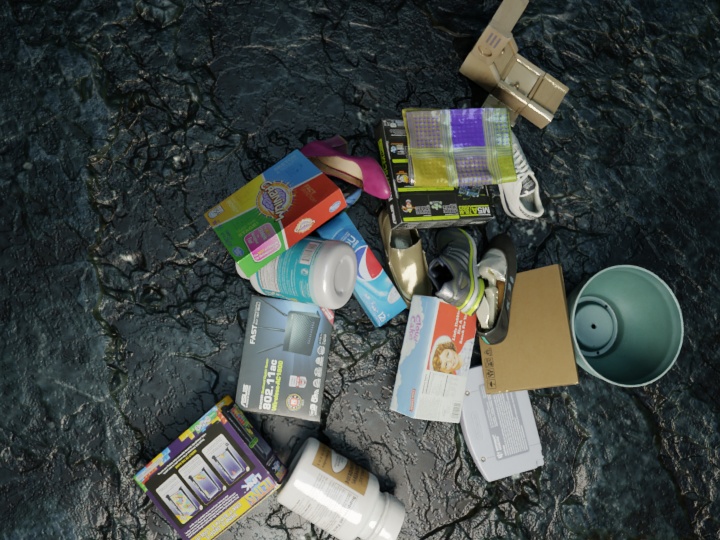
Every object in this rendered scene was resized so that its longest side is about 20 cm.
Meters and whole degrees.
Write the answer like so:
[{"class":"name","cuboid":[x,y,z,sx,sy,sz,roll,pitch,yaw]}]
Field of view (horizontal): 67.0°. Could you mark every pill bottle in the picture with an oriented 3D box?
[{"class":"pill bottle","cuboid":[-0.112,-0.006,0.915,0.197,0.111,0.113,10,82,27]},{"class":"pill bottle","cuboid":[-0.030,0.379,0.907,0.198,0.114,0.115,32,82,-2]}]

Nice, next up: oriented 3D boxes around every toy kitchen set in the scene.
[{"class":"toy kitchen set","cuboid":[0.279,-0.337,0.980,0.199,0.180,0.164,33,83,-2]}]

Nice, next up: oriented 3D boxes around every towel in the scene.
[{"class":"towel","cuboid":[0.171,-0.215,0.938,0.196,0.023,0.146,-1,79,-7]}]

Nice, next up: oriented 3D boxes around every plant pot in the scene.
[{"class":"plant pot","cuboid":[0.442,0.099,0.974,0.197,0.134,0.204,1,83,-6]}]

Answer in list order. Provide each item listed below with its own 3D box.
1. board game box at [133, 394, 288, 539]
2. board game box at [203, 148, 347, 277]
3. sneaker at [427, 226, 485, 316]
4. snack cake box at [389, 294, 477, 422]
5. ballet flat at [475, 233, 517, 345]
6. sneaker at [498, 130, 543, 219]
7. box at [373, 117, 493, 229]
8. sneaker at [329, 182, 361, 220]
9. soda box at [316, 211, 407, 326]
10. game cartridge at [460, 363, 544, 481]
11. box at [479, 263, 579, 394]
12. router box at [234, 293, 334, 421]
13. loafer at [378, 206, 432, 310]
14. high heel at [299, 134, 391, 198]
[{"class":"board game box","cuboid":[-0.244,0.333,0.891,0.199,0.057,0.166,-40,90,11]},{"class":"board game box","cuboid":[-0.143,-0.100,0.899,0.199,0.041,0.153,-37,50,-9]},{"class":"sneaker","cuboid":[0.156,-0.015,0.940,0.080,0.201,0.074,22,124,-21]},{"class":"snack cake box","cuboid":[0.130,0.154,0.946,0.114,0.067,0.203,17,82,-35]},{"class":"ballet flat","cuboid":[0.233,0.026,0.944,0.068,0.067,0.203,19,71,-45]},{"class":"sneaker","cuboid":[0.280,-0.188,0.991,0.076,0.081,0.202,-30,105,-1]},{"class":"box","cuboid":[0.132,-0.175,0.979,0.197,0.047,0.196,-6,81,-25]},{"class":"sneaker","cuboid":[-0.091,-0.124,0.973,0.197,0.071,0.084,-18,84,-9]},{"class":"soda box","cuboid":[0.000,0.000,0.972,0.064,0.068,0.201,-34,88,-8]},{"class":"game cartridge","cuboid":[0.247,0.267,0.988,0.131,0.040,0.203,-12,85,-11]},{"class":"box","cuboid":[0.282,0.104,0.943,0.162,0.021,0.203,-16,67,33]},{"class":"router box","cuboid":[-0.129,0.150,0.946,0.147,0.062,0.204,8,83,-4]},{"class":"loafer","cuboid":[0.079,-0.025,0.983,0.075,0.067,0.203,-18,86,-7]},{"class":"high heel","cuboid":[-0.031,-0.168,0.950,0.095,0.068,0.200,-28,46,-20]}]
